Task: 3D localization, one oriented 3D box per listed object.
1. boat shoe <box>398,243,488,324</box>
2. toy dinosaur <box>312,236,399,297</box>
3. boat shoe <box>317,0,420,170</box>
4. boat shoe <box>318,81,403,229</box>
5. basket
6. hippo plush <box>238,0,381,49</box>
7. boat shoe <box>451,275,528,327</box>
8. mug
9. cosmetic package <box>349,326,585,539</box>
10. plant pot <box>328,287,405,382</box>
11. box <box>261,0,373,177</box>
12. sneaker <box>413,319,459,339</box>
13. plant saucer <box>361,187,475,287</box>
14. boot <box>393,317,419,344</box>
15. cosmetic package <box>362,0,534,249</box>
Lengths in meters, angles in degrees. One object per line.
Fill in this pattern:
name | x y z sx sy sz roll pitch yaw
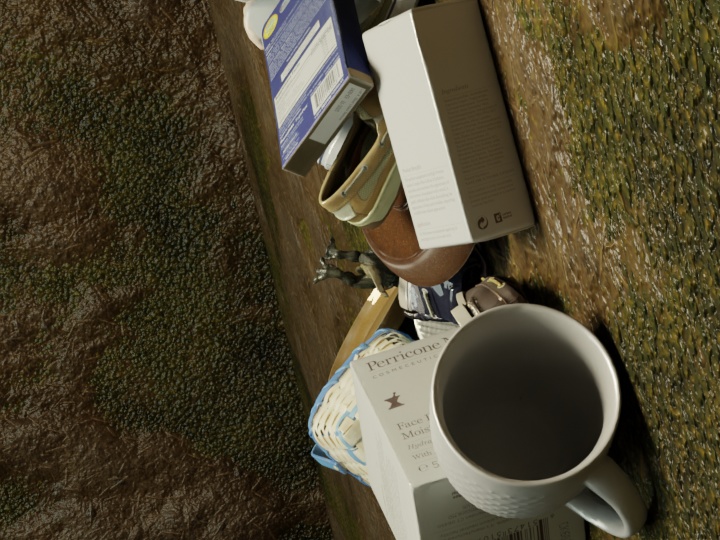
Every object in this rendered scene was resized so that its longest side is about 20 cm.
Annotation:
boat shoe | 0.087 -0.041 1.476 0.092 0.074 0.202 16 116 48
toy dinosaur | 0.000 0.000 1.578 0.200 0.087 0.048 -31 -44 -83
boat shoe | -0.003 -0.193 1.415 0.201 0.062 0.072 -64 0 9
boat shoe | 0.021 -0.140 1.348 0.071 0.076 0.202 19 88 51
basket | 0.024 0.155 1.621 0.139 0.177 0.200 42 175 -15
hippo plush | -0.037 -0.316 1.531 0.161 0.198 0.161 -34 -66 -74
boat shoe | 0.124 0.037 1.336 0.072 0.059 0.200 54 -173 4
mug | 0.148 0.143 1.198 0.199 0.148 0.176 38 163 16
cosmetic package | 0.101 0.180 1.412 0.200 0.163 0.166 -120 17 -54
plant pot | 0.024 0.058 1.765 0.027 0.201 0.200 31 175 -7
box | -0.044 -0.200 1.382 0.121 0.032 0.201 -50 37 36
sneaker | 0.088 0.021 1.587 0.082 0.073 0.202 26 -138 -68
plant saucer | 0.048 -0.085 1.416 0.200 0.034 0.203 1 92 57
boot | 0.070 0.158 1.899 0.200 0.065 0.177 91 161 -66
cosmetic package | 0.075 -0.124 1.278 0.101 0.073 0.202 -5 99 64
